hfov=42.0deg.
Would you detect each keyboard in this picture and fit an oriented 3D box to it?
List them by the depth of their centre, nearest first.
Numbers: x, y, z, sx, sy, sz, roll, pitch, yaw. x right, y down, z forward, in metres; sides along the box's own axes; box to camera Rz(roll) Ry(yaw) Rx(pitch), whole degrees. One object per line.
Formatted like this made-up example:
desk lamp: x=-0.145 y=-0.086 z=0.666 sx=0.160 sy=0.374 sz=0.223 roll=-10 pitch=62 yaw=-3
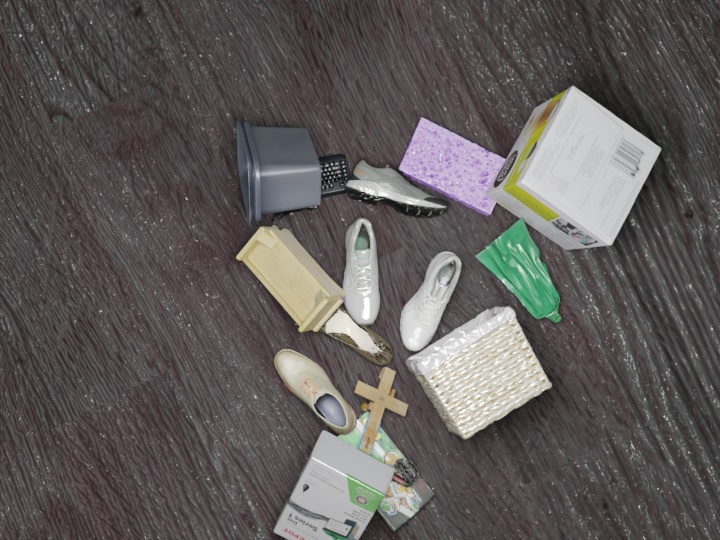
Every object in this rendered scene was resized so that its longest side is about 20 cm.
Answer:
keyboard: x=-0.115 y=-0.158 z=1.770 sx=0.197 sy=0.040 sz=0.105 roll=-12 pitch=84 yaw=-3

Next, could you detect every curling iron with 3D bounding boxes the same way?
curling iron: x=0.016 y=0.340 z=1.712 sx=0.198 sy=0.026 sz=0.050 roll=22 pitch=62 yaw=4

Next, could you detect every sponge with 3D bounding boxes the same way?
sponge: x=0.180 y=-0.198 z=1.791 sx=0.198 sy=0.030 sz=0.113 roll=26 pitch=84 yaw=0

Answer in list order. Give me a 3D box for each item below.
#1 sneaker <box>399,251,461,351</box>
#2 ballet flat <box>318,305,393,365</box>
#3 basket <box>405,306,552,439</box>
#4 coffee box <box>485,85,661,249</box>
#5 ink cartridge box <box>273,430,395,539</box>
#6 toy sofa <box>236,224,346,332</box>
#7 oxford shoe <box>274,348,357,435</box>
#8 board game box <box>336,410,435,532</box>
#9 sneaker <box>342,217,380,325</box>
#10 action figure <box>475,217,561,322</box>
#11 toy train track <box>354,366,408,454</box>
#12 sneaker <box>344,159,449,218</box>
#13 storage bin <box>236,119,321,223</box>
sneaker: x=0.129 y=0.054 z=1.735 sx=0.074 sy=0.087 sz=0.202 roll=23 pitch=85 yaw=-2
ballet flat: x=-0.024 y=0.112 z=1.742 sx=0.199 sy=0.046 sz=0.068 roll=35 pitch=83 yaw=1
basket: x=0.205 y=0.181 z=1.671 sx=0.199 sy=0.198 sz=0.162 roll=-29 pitch=88 yaw=-5
coffee box: x=0.380 y=-0.177 z=1.702 sx=0.199 sy=0.198 sz=0.201 roll=32 pitch=83 yaw=-8
ink cartridge box: x=-0.048 y=0.403 z=1.643 sx=0.145 sy=0.084 sz=0.201 roll=26 pitch=120 yaw=2
toy sofa: x=-0.125 y=0.014 z=1.721 sx=0.200 sy=0.097 sz=0.083 roll=47 pitch=108 yaw=15
oxford shoe: x=-0.082 y=0.215 z=1.710 sx=0.200 sy=0.074 sz=0.071 roll=41 pitch=84 yaw=11
board game box: x=0.037 y=0.369 z=1.731 sx=0.104 sy=0.023 sz=0.201 roll=-38 pitch=87 yaw=-5
sneaker: x=0.000 y=0.000 z=1.731 sx=0.069 sy=0.080 sz=0.203 roll=-3 pitch=79 yaw=-4
action figure: x=0.314 y=0.018 z=1.764 sx=0.118 sy=0.055 sz=0.201 roll=-37 pitch=94 yaw=-7
toy train track: x=0.019 y=0.275 z=1.711 sx=0.114 sy=0.032 sz=0.202 roll=28 pitch=66 yaw=-22
sneaker: x=0.074 y=-0.154 z=1.763 sx=0.198 sy=0.074 sz=0.080 roll=18 pitch=76 yaw=-2
storage bin: x=-0.147 y=-0.176 z=1.692 sx=0.133 sy=0.201 sz=0.147 roll=-4 pitch=125 yaw=-11
